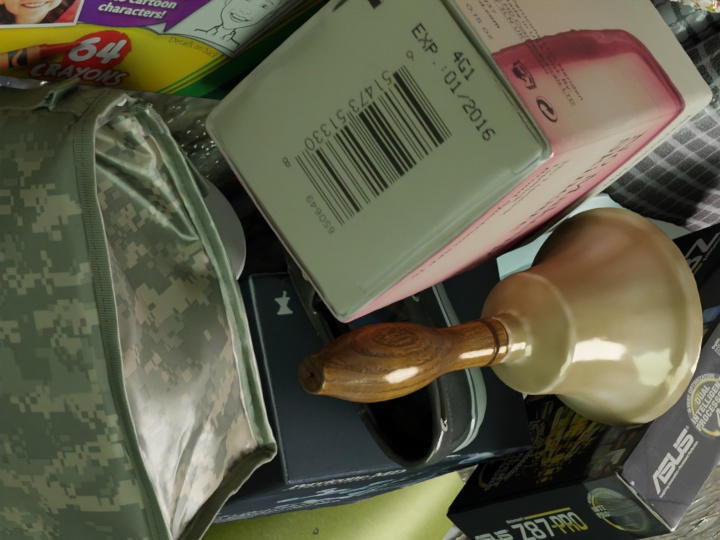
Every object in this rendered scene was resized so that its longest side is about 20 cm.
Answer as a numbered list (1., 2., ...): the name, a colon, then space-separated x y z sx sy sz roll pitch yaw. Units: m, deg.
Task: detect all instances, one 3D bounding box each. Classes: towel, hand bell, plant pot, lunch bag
1. towel: 0.211 -0.090 1.138 0.165 0.086 0.200 -34 151 23
2. hand bell: 0.050 0.031 0.951 0.200 0.104 0.104 -7 151 -45
3. plant pot: -0.041 0.158 1.328 0.200 0.187 0.187 -34 154 -8
4. lunch bag: -0.143 0.010 0.915 0.163 0.201 0.118 1 -152 27

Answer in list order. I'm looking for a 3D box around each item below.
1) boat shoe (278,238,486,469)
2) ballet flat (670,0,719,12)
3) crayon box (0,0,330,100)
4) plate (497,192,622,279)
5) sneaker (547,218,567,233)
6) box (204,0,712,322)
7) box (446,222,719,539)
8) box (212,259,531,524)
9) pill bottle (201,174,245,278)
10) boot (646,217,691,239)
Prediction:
1. boat shoe: 0.000 0.000 1.020 0.068 0.200 0.057 -25 -175 25
2. ballet flat: 0.163 -0.185 0.944 0.076 0.064 0.200 -40 158 -19
3. crayon box: -0.079 -0.146 0.841 0.200 0.058 0.173 2 144 -42
4. plate: 0.101 0.020 1.321 0.199 0.026 0.200 -17 152 -9
5. sneaker: 0.045 -0.035 1.127 0.200 0.073 0.072 8 139 -47
6. box: 0.049 -0.071 0.949 0.128 0.109 0.200 -39 171 29
7. box: 0.148 0.058 1.117 0.200 0.049 0.161 -51 -164 -28
8. box: -0.029 0.068 1.153 0.148 0.107 0.200 -5 169 -30
9. pill bottle: -0.137 0.035 1.068 0.112 0.113 0.200 -1 146 -36
10. boot: 0.251 -0.032 1.284 0.200 0.073 0.090 -35 152 15
